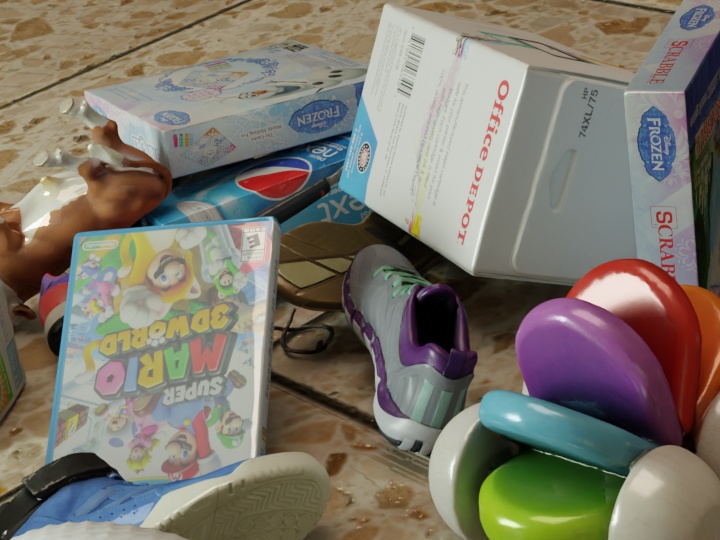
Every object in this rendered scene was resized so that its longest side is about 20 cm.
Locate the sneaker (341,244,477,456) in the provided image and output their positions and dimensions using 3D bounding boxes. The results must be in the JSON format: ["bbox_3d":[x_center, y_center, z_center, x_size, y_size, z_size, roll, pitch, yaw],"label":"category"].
[{"bbox_3d":[0.041,0.027,1.159,0.074,0.088,0.200,9,33,-19],"label":"sneaker"}]

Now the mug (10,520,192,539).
[{"bbox_3d":[-0.102,0.196,0.881,0.199,0.149,0.175,7,2,-41],"label":"mug"}]

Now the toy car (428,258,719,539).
[{"bbox_3d":[0.138,0.075,0.988,0.175,0.151,0.200,14,36,41],"label":"toy car"}]

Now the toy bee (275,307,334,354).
[{"bbox_3d":[-0.124,0.037,1.223,0.130,0.109,0.200,5,30,34],"label":"toy bee"}]

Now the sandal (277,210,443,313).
[{"bbox_3d":[0.000,0.000,1.303,0.080,0.054,0.200,36,29,18],"label":"sandal"}]

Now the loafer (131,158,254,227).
[{"bbox_3d":[-0.174,-0.066,1.488,0.199,0.072,0.073,-27,30,-29],"label":"loafer"}]

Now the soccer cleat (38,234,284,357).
[{"bbox_3d":[-0.142,0.003,1.330,0.199,0.068,0.073,-19,46,-7],"label":"soccer cleat"}]

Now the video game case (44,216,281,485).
[{"bbox_3d":[-0.126,0.062,1.145,0.142,0.018,0.201,-4,63,14],"label":"video game case"}]

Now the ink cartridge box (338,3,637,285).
[{"bbox_3d":[0.105,-0.089,1.286,0.145,0.147,0.200,7,16,-31],"label":"ink cartridge box"}]

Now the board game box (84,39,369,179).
[{"bbox_3d":[-0.102,-0.137,1.482,0.198,0.044,0.200,-16,21,-22],"label":"board game box"}]

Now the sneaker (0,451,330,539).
[{"bbox_3d":[-0.124,0.138,1.053,0.199,0.077,0.111,-26,38,-13],"label":"sneaker"}]

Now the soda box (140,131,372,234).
[{"bbox_3d":[-0.069,-0.049,1.414,0.199,0.068,0.064,-21,27,-19],"label":"soda box"}]

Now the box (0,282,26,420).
[{"bbox_3d":[-0.351,0.061,1.261,0.199,0.113,0.101,-5,25,13],"label":"box"}]

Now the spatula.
[{"bbox_3d":[-0.016,-0.078,1.366,0.200,0.057,0.021,-37,65,-14],"label":"spatula"}]

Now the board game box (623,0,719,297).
[{"bbox_3d":[0.223,-0.064,1.176,0.041,0.200,0.200,4,30,24],"label":"board game box"}]

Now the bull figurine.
[{"bbox_3d":[-0.240,-0.038,1.350,0.200,0.121,0.065,-35,43,7],"label":"bull figurine"}]
